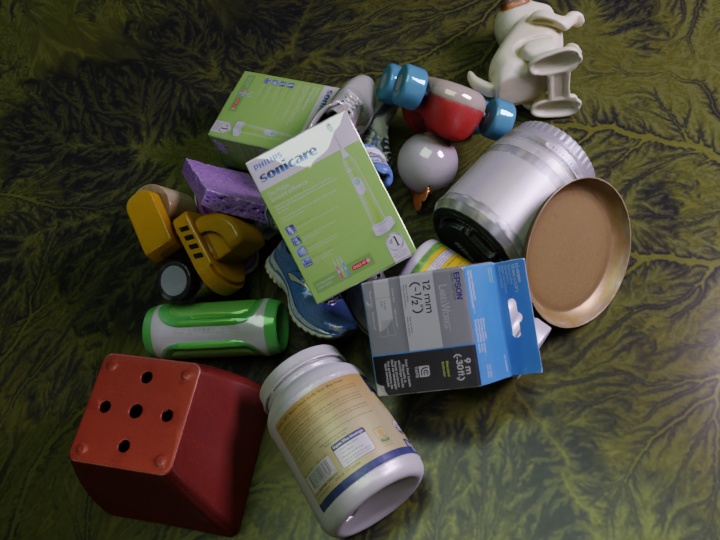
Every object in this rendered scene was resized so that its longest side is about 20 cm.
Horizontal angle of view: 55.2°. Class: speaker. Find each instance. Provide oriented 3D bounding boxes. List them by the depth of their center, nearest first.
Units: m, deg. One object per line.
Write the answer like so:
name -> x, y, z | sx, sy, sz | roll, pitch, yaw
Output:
speaker -> -0.208, 0.086, 0.998 | 0.198, 0.089, 0.089 | -3, 60, 9

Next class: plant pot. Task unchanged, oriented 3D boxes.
plant pot -> -0.251, 0.207, 0.885 | 0.198, 0.177, 0.202 | 5, 61, 13
plant pot -> 0.285, -0.024, 0.919 | 0.200, 0.201, 0.027 | -45, 30, -15

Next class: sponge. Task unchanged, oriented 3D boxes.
sponge -> -0.206, -0.126, 1.063 | 0.200, 0.111, 0.030 | 46, 120, 59

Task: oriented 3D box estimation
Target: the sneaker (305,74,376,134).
sneaker -> -0.027, -0.232, 1.039 | 0.075, 0.092, 0.201 | 34, 65, -3

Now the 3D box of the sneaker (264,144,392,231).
sneaker -> -0.043, -0.111, 0.974 | 0.199, 0.077, 0.085 | -31, 40, -9

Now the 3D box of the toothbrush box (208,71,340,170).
toothbrush box -> -0.129, -0.239, 1.157 | 0.198, 0.086, 0.147 | 14, 65, 19

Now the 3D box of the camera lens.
camera lens -> 0.213, -0.091, 0.970 | 0.160, 0.160, 0.200 | 37, 73, 27

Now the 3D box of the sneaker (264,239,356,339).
sneaker -> -0.067, 0.016, 0.977 | 0.078, 0.090, 0.200 | -5, 44, -43

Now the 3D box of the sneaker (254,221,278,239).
sneaker -> -0.075, -0.082, 1.079 | 0.198, 0.071, 0.081 | -2, 58, 19

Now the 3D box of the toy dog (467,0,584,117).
toy dog -> 0.277, -0.362, 1.141 | 0.192, 0.140, 0.202 | -11, 55, 21

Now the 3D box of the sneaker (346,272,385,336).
sneaker -> -0.001, 0.000, 0.987 | 0.075, 0.116, 0.202 | -22, 59, -2

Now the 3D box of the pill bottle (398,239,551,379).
pill bottle -> 0.148, 0.055, 0.923 | 0.199, 0.111, 0.111 | 35, 72, 18

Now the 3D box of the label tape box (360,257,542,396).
label tape box -> 0.110, 0.070, 0.845 | 0.198, 0.066, 0.145 | -10, 87, 23

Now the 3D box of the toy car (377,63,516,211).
toy car -> 0.107, -0.195, 1.075 | 0.183, 0.177, 0.202 | 15, 102, -18

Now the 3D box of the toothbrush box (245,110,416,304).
toothbrush box -> -0.036, -0.079, 0.893 | 0.145, 0.086, 0.201 | -28, 92, 0

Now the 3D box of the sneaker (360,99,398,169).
sneaker -> 0.022, -0.188, 1.125 | 0.085, 0.077, 0.201 | 25, 75, 12

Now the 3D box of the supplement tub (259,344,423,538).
supplement tub -> -0.029, 0.207, 0.858 | 0.144, 0.145, 0.201 | -32, 60, -8

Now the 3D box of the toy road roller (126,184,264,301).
toy road roller -> -0.235, -0.054, 1.022 | 0.145, 0.123, 0.201 | -32, 78, 14

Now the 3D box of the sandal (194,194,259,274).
sandal -> -0.229, -0.073, 1.113 | 0.082, 0.050, 0.203 | -29, 60, -5
